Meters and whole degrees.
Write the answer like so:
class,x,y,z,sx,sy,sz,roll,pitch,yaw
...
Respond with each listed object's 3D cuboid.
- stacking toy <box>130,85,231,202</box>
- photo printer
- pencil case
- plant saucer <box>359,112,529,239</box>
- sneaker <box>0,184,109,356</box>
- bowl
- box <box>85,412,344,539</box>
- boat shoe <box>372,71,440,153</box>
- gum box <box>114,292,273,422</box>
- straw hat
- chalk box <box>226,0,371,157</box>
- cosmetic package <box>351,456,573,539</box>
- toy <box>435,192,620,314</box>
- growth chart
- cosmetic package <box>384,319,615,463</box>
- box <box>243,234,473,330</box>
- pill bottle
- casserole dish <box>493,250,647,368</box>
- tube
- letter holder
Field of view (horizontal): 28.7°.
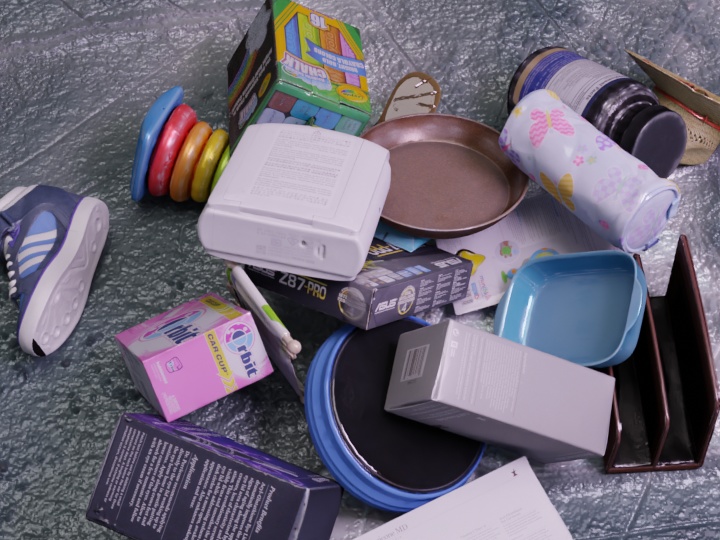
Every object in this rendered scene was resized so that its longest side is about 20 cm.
class,x,y,z,sx,sy,sz,roll,pitch,yaw
stacking toy,-0.154,-0.111,1.590,0.198,0.111,0.117,21,43,1
photo printer,-0.058,-0.077,1.394,0.164,0.070,0.201,10,34,5
pencil case,0.235,-0.106,1.450,0.090,0.084,0.200,-37,57,-18
plant saucer,0.082,-0.097,1.511,0.197,0.035,0.202,1,42,-1
sneaker,-0.372,-0.005,1.536,0.144,0.081,0.202,8,60,17
bowl,0.041,0.136,1.391,0.198,0.039,0.203,13,61,-25
box,-0.132,0.217,1.318,0.198,0.148,0.106,19,87,13
boat shoe,0.030,-0.130,1.609,0.073,0.065,0.201,34,81,10
gum box,-0.172,0.082,1.409,0.112,0.200,0.067,-25,102,-15
straw hat,0.369,-0.169,1.607,0.200,0.200,0.086,33,104,21
chalk box,-0.069,-0.185,1.571,0.123,0.125,0.202,17,44,-25
cosmetic package,0.106,0.288,1.334,0.198,0.052,0.152,-23,64,-13
toy,0.187,-0.019,1.540,0.197,0.047,0.116,-14,61,-1
growth chart,-0.096,0.059,1.413,0.018,0.200,0.145,-33,69,-10
cosmetic package,0.136,0.120,1.358,0.198,0.107,0.091,22,70,-20
box,0.000,0.000,1.451,0.160,0.050,0.199,23,21,30
pill bottle,0.263,-0.168,1.562,0.111,0.113,0.200,-33,41,-19
casserole dish,0.216,0.045,1.418,0.199,0.039,0.123,-6,64,51
tube,0.089,-0.075,1.542,0.077,0.051,0.199,19,37,38
letter holder,0.289,0.080,1.414,0.099,0.143,0.202,-3,56,0
